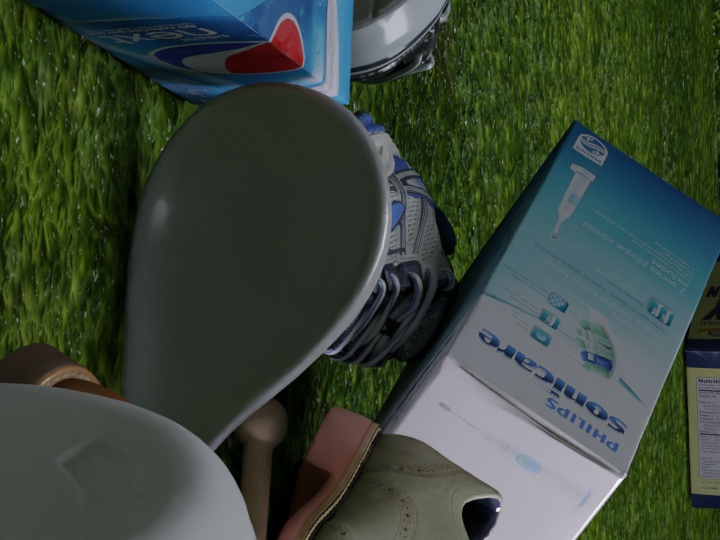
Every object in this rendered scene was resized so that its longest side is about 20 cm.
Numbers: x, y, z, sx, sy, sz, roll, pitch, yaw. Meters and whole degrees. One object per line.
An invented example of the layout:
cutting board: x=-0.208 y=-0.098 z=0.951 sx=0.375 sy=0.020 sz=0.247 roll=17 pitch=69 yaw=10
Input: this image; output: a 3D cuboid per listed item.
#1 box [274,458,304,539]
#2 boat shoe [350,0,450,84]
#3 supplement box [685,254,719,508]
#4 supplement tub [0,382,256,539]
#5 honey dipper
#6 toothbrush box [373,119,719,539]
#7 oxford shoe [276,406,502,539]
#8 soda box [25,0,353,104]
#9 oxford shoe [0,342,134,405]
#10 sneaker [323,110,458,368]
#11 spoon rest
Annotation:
box: x=-0.006 y=0.181 z=1.198 sx=0.200 sy=0.075 sz=0.100 roll=-77 pitch=164 yaw=-51
boat shoe: x=0.013 y=-0.116 z=1.253 sx=0.200 sy=0.072 sz=0.071 roll=-69 pitch=152 yaw=-63
supplement box: x=0.423 y=0.118 z=3.039 sx=0.200 sy=0.134 sz=0.200 roll=-70 pitch=158 yaw=-57
supplement tub: x=-0.089 y=0.140 z=0.628 sx=0.145 sy=0.145 sz=0.200 roll=-58 pitch=148 yaw=-67
honey dipper: x=-0.047 y=0.140 z=1.102 sx=0.038 sy=0.038 sz=0.200 roll=69 pitch=21 yaw=-61
toothbrush box: x=0.061 y=0.054 z=1.162 sx=0.146 sy=0.085 sz=0.200 roll=-56 pitch=180 yaw=34
oxford shoe: x=0.004 y=0.111 z=0.896 sx=0.200 sy=0.074 sz=0.071 roll=-70 pitch=175 yaw=-56
soda box: x=-0.052 y=-0.104 z=0.972 sx=0.200 sy=0.064 sz=0.068 roll=26 pitch=65 yaw=-76
oxford shoe: x=-0.063 y=0.096 z=0.882 sx=0.071 sy=0.071 sz=0.200 roll=-55 pitch=154 yaw=-13
sneaker: x=0.000 y=0.000 z=1.114 sx=0.085 sy=0.077 sz=0.200 roll=44 pitch=23 yaw=-5
spoon rest: x=-0.046 y=0.033 z=0.980 sx=0.061 sy=0.099 sz=0.200 roll=11 pitch=93 yaw=-61
